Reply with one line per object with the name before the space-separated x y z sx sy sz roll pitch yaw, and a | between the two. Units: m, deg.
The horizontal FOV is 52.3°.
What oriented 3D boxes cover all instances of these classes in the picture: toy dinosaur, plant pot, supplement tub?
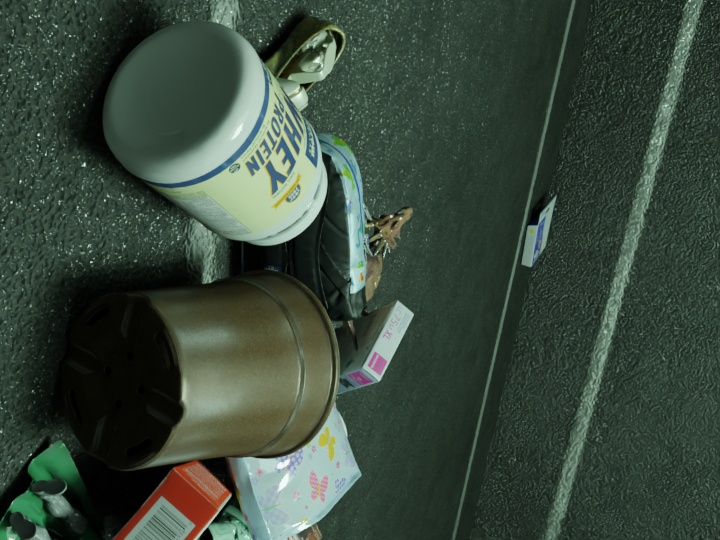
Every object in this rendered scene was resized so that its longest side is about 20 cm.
toy dinosaur | 0.000 0.000 1.009 0.136 0.086 0.201 132 -24 -61
plant pot | -0.154 0.096 0.697 0.198 0.200 0.201 4 101 -60
supplement tub | -0.121 -0.113 0.674 0.146 0.144 0.200 -69 157 -11

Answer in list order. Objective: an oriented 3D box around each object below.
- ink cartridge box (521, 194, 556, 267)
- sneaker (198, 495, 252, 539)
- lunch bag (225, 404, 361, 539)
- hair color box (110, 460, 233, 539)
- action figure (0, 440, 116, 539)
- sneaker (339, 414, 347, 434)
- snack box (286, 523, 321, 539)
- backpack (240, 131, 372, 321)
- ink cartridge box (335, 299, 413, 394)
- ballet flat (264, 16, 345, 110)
ink cartridge box | 0.604 -0.140 2.487 0.198 0.047 0.201 -39 138 -52
sneaker | -0.160 0.335 0.970 0.201 0.073 0.118 -59 160 -26
lunch bag | -0.103 0.222 0.906 0.170 0.127 0.200 70 21 -1
hair color box | -0.189 0.253 0.746 0.102 0.061 0.200 -49 176 -14
action figure | -0.272 0.262 0.701 0.200 0.054 0.118 83 28 -51
sneaker | -0.077 0.307 1.154 0.112 0.073 0.201 -49 149 -48
snack box | -0.118 0.296 0.984 0.072 0.024 0.201 -36 104 -56
backpack | -0.064 -0.061 0.856 0.154 0.162 0.201 -58 147 -52
ink cartridge box | -0.012 0.121 1.067 0.042 0.200 0.120 41 57 -16
ballet flat | -0.076 -0.211 0.816 0.200 0.070 0.071 -60 154 -30
